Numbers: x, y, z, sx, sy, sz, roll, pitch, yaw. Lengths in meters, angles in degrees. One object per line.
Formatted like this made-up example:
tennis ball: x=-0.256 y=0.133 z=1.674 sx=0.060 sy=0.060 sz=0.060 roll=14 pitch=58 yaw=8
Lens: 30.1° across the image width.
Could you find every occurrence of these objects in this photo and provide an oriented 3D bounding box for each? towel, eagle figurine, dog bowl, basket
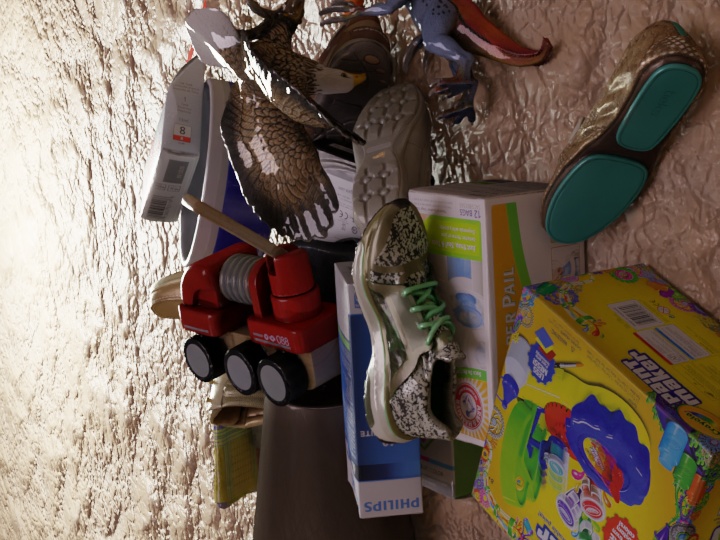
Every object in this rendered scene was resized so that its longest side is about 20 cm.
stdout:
towel: x=-0.143 y=0.164 z=1.533 sx=0.022 sy=0.143 sz=0.204 roll=-4 pitch=92 yaw=17
eagle figurine: x=-0.065 y=-0.150 z=1.166 sx=0.149 sy=0.152 sz=0.202 roll=-21 pitch=51 yaw=24
dog bowl: x=-0.141 y=-0.100 z=1.439 sx=0.200 sy=0.078 sz=0.204 roll=-173 pitch=90 yaw=-76
basket: x=-0.031 y=0.195 z=1.297 sx=0.178 sy=0.136 sz=0.203 roll=6 pitch=114 yaw=21

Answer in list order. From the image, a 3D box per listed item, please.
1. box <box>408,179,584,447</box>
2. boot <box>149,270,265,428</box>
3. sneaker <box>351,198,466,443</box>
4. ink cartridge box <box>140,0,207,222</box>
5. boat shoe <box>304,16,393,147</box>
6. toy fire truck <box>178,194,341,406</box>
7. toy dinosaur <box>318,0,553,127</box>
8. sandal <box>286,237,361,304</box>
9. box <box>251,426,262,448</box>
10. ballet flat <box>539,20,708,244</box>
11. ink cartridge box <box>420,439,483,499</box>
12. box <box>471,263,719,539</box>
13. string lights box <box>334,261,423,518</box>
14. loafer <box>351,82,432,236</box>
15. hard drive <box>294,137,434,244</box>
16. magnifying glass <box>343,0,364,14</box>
box: x=0.113 y=0.033 z=1.093 sx=0.112 sy=0.100 sz=0.203 roll=12 pitch=107 yaw=58
boot: x=-0.150 y=0.084 z=1.414 sx=0.197 sy=0.073 sz=0.158 roll=1 pitch=68 yaw=23
sneaker: x=0.051 y=0.044 z=1.047 sx=0.088 sy=0.076 sz=0.203 roll=9 pitch=110 yaw=46
ink cartridge box: x=-0.206 y=-0.178 z=1.481 sx=0.162 sy=0.049 sz=0.203 roll=125 pitch=146 yaw=-61
boat shoe: x=-0.021 y=-0.172 z=1.305 sx=0.200 sy=0.075 sz=0.073 roll=-48 pitch=32 yaw=49
toy fire truck: x=-0.108 y=0.010 z=1.227 sx=0.175 sy=0.128 sz=0.203 roll=11 pitch=118 yaw=46
toy dinosaur: x=0.072 y=-0.221 z=1.162 sx=0.197 sy=0.105 sz=0.184 roll=-16 pitch=67 yaw=22
sandal: x=0.001 y=0.001 z=1.247 sx=0.198 sy=0.043 sz=0.077 roll=-3 pitch=114 yaw=36
box: x=-0.063 y=0.131 z=1.467 sx=0.199 sy=0.041 sz=0.159 roll=6 pitch=101 yaw=57
ballet flat: x=0.191 y=-0.102 z=0.985 sx=0.201 sy=0.070 sz=0.066 roll=123 pitch=156 yaw=-45
ink cartridge box: x=0.073 y=0.093 z=1.213 sx=0.103 sy=0.059 sz=0.203 roll=12 pitch=107 yaw=57
box: x=0.199 y=0.135 z=0.958 sx=0.200 sy=0.120 sz=0.195 roll=44 pitch=134 yaw=45
string lights box: x=0.015 y=0.099 z=1.158 sx=0.103 sy=0.058 sz=0.203 roll=-123 pitch=29 yaw=-77
loafer: x=0.030 y=-0.089 z=1.180 sx=0.202 sy=0.069 sz=0.070 roll=-79 pitch=-29 yaw=-44
hard drive: x=-0.004 y=-0.012 z=1.294 sx=0.138 sy=0.038 sz=0.203 roll=23 pitch=119 yaw=32
magnifying glass: x=0.013 y=-0.330 z=1.248 sx=0.080 sy=0.022 sz=0.202 roll=52 pitch=139 yaw=40
